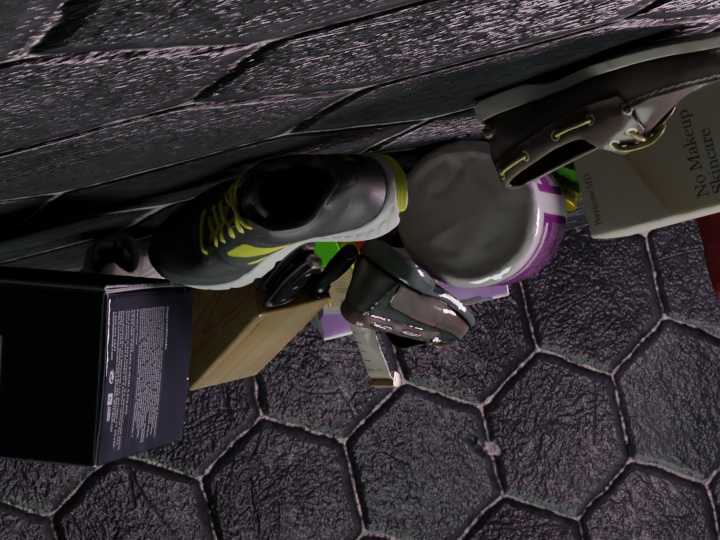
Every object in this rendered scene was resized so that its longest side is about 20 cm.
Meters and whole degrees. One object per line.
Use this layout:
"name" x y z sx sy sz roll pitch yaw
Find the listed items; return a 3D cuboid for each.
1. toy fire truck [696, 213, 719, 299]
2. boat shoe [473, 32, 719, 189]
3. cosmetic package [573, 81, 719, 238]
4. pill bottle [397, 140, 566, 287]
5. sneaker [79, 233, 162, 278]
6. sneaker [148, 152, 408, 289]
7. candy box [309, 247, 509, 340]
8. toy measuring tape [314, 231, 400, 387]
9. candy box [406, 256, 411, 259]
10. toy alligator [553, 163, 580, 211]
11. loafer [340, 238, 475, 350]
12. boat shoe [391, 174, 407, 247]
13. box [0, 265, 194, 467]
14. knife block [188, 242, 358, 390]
"toy fire truck" 0.305 -0.058 1.915 0.112 0.168 0.200 -14 177 19
"boat shoe" 0.154 -0.099 1.420 0.072 0.060 0.200 -10 176 -45
"cosmetic package" 0.249 -0.094 1.578 0.200 0.104 0.073 -16 176 26
"pill bottle" 0.101 -0.043 1.803 0.112 0.112 0.200 -14 177 14
"sneaker" -0.181 0.002 1.839 0.075 0.081 0.200 -18 -164 10
"sneaker" -0.070 -0.043 1.548 0.200 0.074 0.085 -19 162 28
"candy box" 0.022 -0.011 2.019 0.168 0.072 0.200 -13 -167 -8
"toy measuring tape" 0.000 0.000 1.781 0.074 0.200 0.074 -14 -143 11
"candy box" -0.045 -0.007 1.852 0.200 0.026 0.102 8 -171 -11
"toy alligator" 0.169 -0.088 1.903 0.054 0.059 0.200 29 164 -14
"loafer" 0.029 0.027 1.714 0.063 0.072 0.200 -55 158 -2
"boat shoe" 0.025 -0.048 1.898 0.074 0.063 0.201 -16 178 25
"box" -0.239 0.059 1.577 0.200 0.124 0.197 4 -177 12
"knife block" -0.066 0.020 1.696 0.064 0.200 0.176 -12 -153 -29
